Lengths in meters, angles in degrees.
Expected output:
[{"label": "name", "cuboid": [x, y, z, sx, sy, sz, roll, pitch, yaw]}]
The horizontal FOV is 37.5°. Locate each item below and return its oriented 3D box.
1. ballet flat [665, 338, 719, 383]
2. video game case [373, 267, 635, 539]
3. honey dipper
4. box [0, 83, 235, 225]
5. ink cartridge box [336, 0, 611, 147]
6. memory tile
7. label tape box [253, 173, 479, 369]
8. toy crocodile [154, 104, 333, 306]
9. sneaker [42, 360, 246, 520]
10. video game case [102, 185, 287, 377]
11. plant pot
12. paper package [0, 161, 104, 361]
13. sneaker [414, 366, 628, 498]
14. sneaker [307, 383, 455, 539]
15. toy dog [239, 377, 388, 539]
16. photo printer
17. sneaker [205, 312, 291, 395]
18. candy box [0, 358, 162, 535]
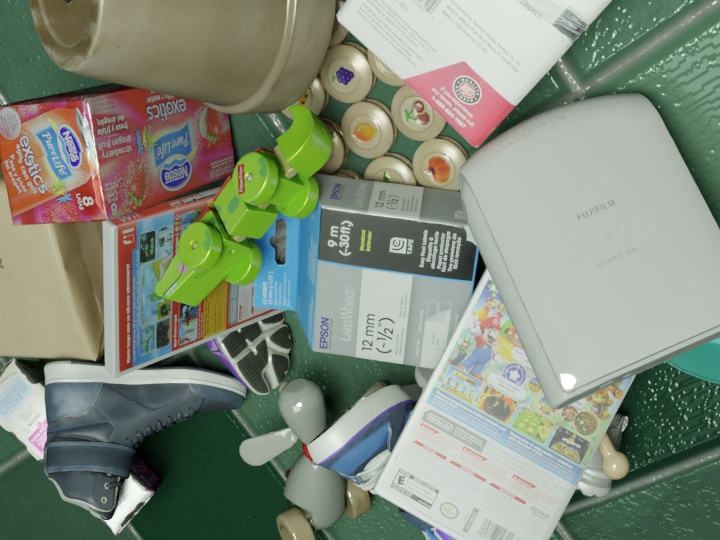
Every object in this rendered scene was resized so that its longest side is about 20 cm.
[{"label": "ballet flat", "cuboid": [0.218, 0.016, 0.833, 0.197, 0.072, 0.069, 26, 123, 10]}, {"label": "video game case", "cuboid": [0.117, 0.119, 0.838, 0.141, 0.018, 0.203, 28, 94, 4]}, {"label": "honey dipper", "cuboid": [0.165, 0.076, 0.859, 0.038, 0.038, 0.202, -30, 87, 34]}, {"label": "box", "cuboid": [-0.198, -0.106, 0.884, 0.098, 0.200, 0.097, -1, 105, 24]}, {"label": "ink cartridge box", "cuboid": [0.101, -0.216, 0.755, 0.144, 0.085, 0.200, 41, 122, -3]}, {"label": "memory tile", "cuboid": [-0.002, -0.142, 0.891, 0.151, 0.017, 0.203, -14, 109, 30]}, {"label": "label tape box", "cuboid": [0.000, 0.000, 0.903, 0.196, 0.066, 0.146, 7, 121, 3]}, {"label": "toy crocodile", "cuboid": [-0.096, -0.046, 0.853, 0.200, 0.067, 0.062, -47, 55, 22]}, {"label": "sneaker", "cuboid": [-0.211, 0.169, 1.038, 0.198, 0.149, 0.077, 3, 161, -14]}, {"label": "video game case", "cuboid": [-0.133, -0.002, 0.920, 0.017, 0.198, 0.145, 31, 128, 36]}, {"label": "plant pot", "cuboid": [-0.142, -0.210, 0.783, 0.198, 0.172, 0.204, 17, 113, 46]}, {"label": "paper package", "cuboid": [-0.338, -0.015, 1.062, 0.196, 0.104, 0.194, 1, 115, 24]}, {"label": "sneaker", "cuboid": [0.142, 0.118, 0.937, 0.197, 0.075, 0.083, 26, 96, 13]}, {"label": "sneaker", "cuboid": [0.047, 0.179, 0.910, 0.080, 0.199, 0.148, -39, 75, 21]}, {"label": "toy dog", "cuboid": [-0.053, 0.177, 1.032, 0.096, 0.130, 0.204, 34, 123, 44]}, {"label": "photo printer", "cuboid": [0.171, -0.024, 0.768, 0.164, 0.070, 0.203, -22, 74, -2]}, {"label": "sneaker", "cuboid": [-0.143, 0.034, 1.026, 0.201, 0.080, 0.083, 53, 141, 1]}, {"label": "candy box", "cuboid": [-0.304, 0.183, 1.127, 0.200, 0.136, 0.061, 43, 81, -2]}]
